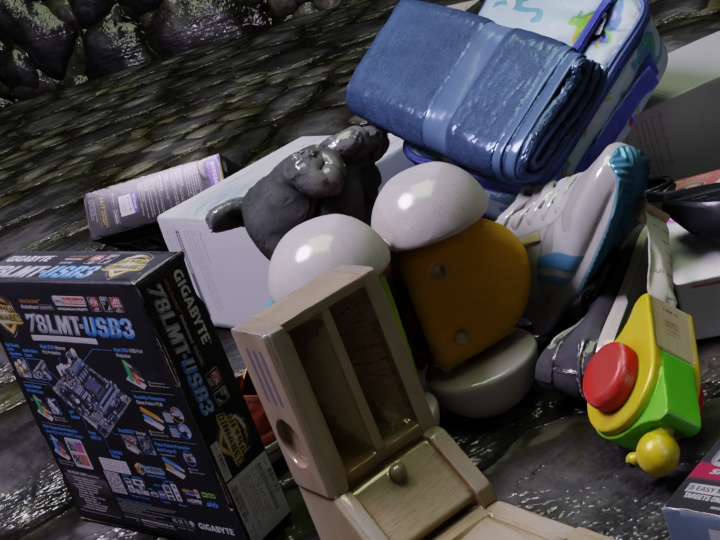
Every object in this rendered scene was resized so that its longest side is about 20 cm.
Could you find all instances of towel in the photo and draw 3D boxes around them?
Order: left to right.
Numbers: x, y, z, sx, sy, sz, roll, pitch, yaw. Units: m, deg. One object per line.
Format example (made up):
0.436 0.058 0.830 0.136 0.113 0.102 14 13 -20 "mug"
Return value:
0.082 -0.135 0.945 0.199 0.049 0.112 29 81 42 "towel"

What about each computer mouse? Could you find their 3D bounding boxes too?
0.222 -0.043 0.879 0.058 0.035 0.200 -14 11 -12 "computer mouse"

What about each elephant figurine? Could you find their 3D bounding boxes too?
0.000 0.000 0.992 0.140 0.202 0.155 -25 -2 -32 "elephant figurine"

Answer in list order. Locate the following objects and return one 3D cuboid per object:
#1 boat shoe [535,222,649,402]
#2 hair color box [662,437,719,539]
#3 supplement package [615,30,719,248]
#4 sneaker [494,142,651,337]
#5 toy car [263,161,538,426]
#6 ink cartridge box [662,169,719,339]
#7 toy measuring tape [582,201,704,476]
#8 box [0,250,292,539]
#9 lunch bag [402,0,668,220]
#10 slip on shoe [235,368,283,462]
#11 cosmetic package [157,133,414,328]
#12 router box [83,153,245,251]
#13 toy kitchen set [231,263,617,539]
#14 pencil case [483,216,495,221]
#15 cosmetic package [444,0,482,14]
0.175 0.022 0.886 0.062 0.074 0.200 -4 29 29 "boat shoe"
0.248 0.094 0.638 0.098 0.061 0.199 0 27 45 "hair color box"
0.276 -0.114 1.086 0.198 0.119 0.117 -24 20 -12 "supplement package"
0.137 -0.027 0.879 0.077 0.080 0.201 -46 -11 -31 "sneaker"
0.015 0.029 0.863 0.198 0.177 0.149 -28 20 -23 "toy car"
0.278 -0.014 0.890 0.115 0.068 0.200 -13 19 17 "ink cartridge box"
0.172 0.046 0.781 0.072 0.074 0.202 -12 43 18 "toy measuring tape"
-0.157 0.084 0.843 0.198 0.201 0.050 -1 26 43 "box"
0.141 -0.137 0.996 0.160 0.083 0.201 24 74 41 "lunch bag"
-0.055 0.083 0.955 0.073 0.062 0.200 -11 15 29 "slip on shoe"
-0.049 -0.038 1.191 0.198 0.125 0.198 -33 25 -34 "cosmetic package"
-0.186 -0.063 1.361 0.155 0.053 0.200 -15 -10 11 "router box"
0.008 0.120 0.613 0.162 0.183 0.199 -30 17 -25 "toy kitchen set"
0.118 -0.066 1.071 0.086 0.078 0.201 -35 44 3 "pencil case"
0.097 -0.150 1.231 0.072 0.203 0.103 -5 22 34 "cosmetic package"
